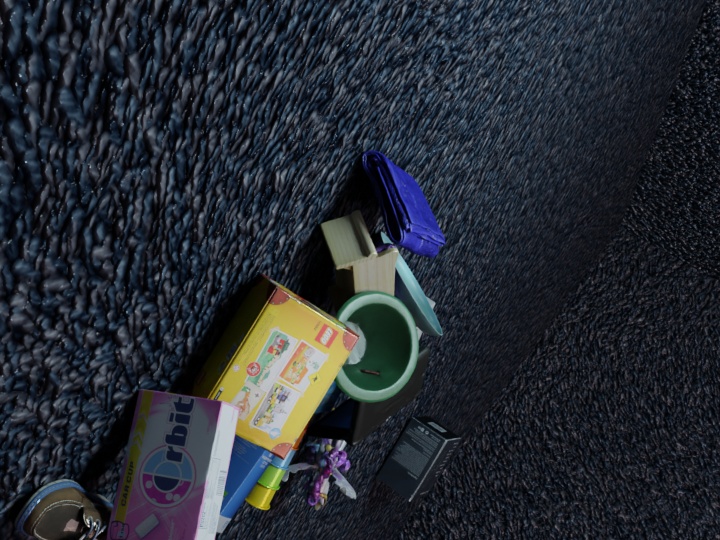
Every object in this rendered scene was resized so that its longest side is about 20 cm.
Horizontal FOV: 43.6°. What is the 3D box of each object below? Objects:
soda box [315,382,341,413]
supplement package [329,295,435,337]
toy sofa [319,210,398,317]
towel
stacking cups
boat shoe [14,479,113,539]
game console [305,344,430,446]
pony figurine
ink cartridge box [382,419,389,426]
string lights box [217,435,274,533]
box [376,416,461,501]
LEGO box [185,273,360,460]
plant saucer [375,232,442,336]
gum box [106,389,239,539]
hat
[{"bbox_3d":[-0.094,0.198,1.517,0.068,0.064,0.200,-60,161,6],"label":"soda box"},{"bbox_3d":[0.029,0.101,1.598,0.200,0.109,0.114,-28,145,-54],"label":"supplement package"},{"bbox_3d":[0.000,0.000,1.371,0.097,0.083,0.201,-17,149,-8],"label":"toy sofa"},{"bbox_3d":[0.071,-0.099,1.369,0.049,0.149,0.200,-22,168,15],"label":"towel"},{"bbox_3d":[-0.145,0.322,1.599,0.201,0.060,0.060,-64,160,4],"label":"stacking cups"},{"bbox_3d":[-0.335,0.304,1.086,0.073,0.072,0.200,-56,160,-6],"label":"boat shoe"},{"bbox_3d":[0.013,0.214,1.602,0.199,0.116,0.177,-31,143,-42],"label":"game console"},{"bbox_3d":[-0.065,0.370,1.750,0.193,0.165,0.202,64,45,-76],"label":"pony figurine"},{"bbox_3d":[0.069,0.288,2.073,0.100,0.039,0.201,-48,158,-28],"label":"ink cartridge box"},{"bbox_3d":[-0.192,0.273,1.337,0.201,0.102,0.059,-54,159,-11],"label":"string lights box"},{"bbox_3d":[0.165,0.522,2.515,0.198,0.123,0.200,-60,161,1],"label":"box"},{"bbox_3d":[-0.119,0.131,1.226,0.148,0.077,0.201,33,88,-28],"label":"LEGO box"},{"bbox_3d":[0.076,0.028,1.516,0.027,0.201,0.200,-32,162,8],"label":"plant saucer"},{"bbox_3d":[-0.228,0.255,1.100,0.066,0.112,0.202,53,45,-69],"label":"gum box"},{"bbox_3d":[-0.037,0.116,1.405,0.199,0.175,0.168,5,85,-37],"label":"hat"}]
